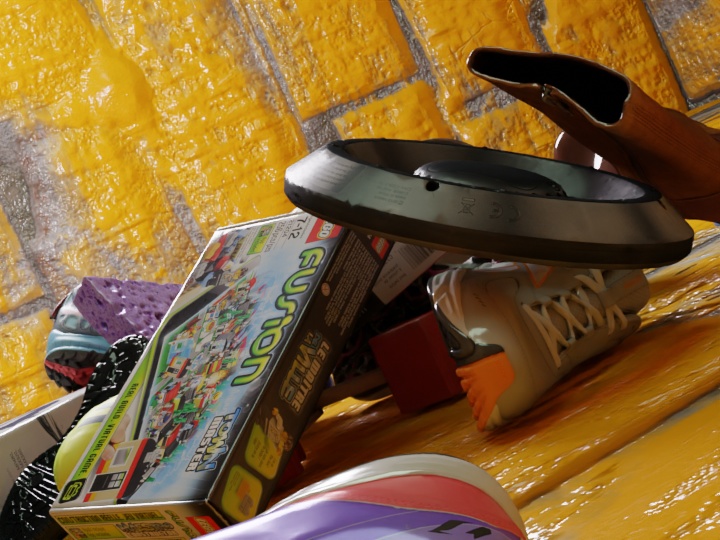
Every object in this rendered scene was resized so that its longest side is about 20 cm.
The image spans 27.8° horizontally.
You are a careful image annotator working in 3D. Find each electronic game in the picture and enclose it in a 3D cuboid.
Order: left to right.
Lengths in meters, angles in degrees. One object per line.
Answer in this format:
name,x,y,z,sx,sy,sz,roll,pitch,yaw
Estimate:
electronic game,0.062,-0.031,0.710,0.200,0.042,0.200,8,12,-2

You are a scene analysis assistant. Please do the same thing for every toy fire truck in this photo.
toy fire truck,-0.048,0.089,0.835,0.200,0.049,0.141,-24,2,43

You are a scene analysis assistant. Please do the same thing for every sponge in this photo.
sponge,-0.117,0.049,1.141,0.200,0.112,0.030,4,-61,-54

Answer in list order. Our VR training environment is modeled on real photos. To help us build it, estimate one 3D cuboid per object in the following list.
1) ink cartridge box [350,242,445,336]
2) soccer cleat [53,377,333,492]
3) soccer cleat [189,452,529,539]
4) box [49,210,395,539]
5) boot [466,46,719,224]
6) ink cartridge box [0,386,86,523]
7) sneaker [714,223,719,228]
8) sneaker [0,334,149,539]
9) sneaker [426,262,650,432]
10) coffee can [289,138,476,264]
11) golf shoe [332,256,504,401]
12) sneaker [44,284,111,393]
ink cartridge box,0.000,0.000,0.909,0.095,0.037,0.200,-42,7,0
soccer cleat,-0.103,0.096,0.931,0.200,0.065,0.084,-18,-1,-41
soccer cleat,-0.052,0.104,0.355,0.200,0.068,0.073,-22,7,5
box,-0.066,0.050,0.739,0.110,0.035,0.200,-11,39,37
boot,0.127,-0.071,0.789,0.200,0.069,0.188,17,11,-41
ink cartridge box,-0.256,0.156,1.075,0.145,0.084,0.200,-24,2,29
sneaker,0.277,-0.083,0.925,0.146,0.081,0.200,-19,10,24
sneaker,-0.154,0.124,0.993,0.060,0.104,0.200,14,66,41
sneaker,0.093,0.019,0.705,0.092,0.076,0.200,-19,5,14
coffee can,0.029,-0.016,1.228,0.146,0.146,0.200,-26,2,-28
golf shoe,0.074,0.027,0.942,0.200,0.073,0.092,-36,-42,10
sneaker,-0.155,0.059,1.192,0.200,0.096,0.079,16,-38,-26
